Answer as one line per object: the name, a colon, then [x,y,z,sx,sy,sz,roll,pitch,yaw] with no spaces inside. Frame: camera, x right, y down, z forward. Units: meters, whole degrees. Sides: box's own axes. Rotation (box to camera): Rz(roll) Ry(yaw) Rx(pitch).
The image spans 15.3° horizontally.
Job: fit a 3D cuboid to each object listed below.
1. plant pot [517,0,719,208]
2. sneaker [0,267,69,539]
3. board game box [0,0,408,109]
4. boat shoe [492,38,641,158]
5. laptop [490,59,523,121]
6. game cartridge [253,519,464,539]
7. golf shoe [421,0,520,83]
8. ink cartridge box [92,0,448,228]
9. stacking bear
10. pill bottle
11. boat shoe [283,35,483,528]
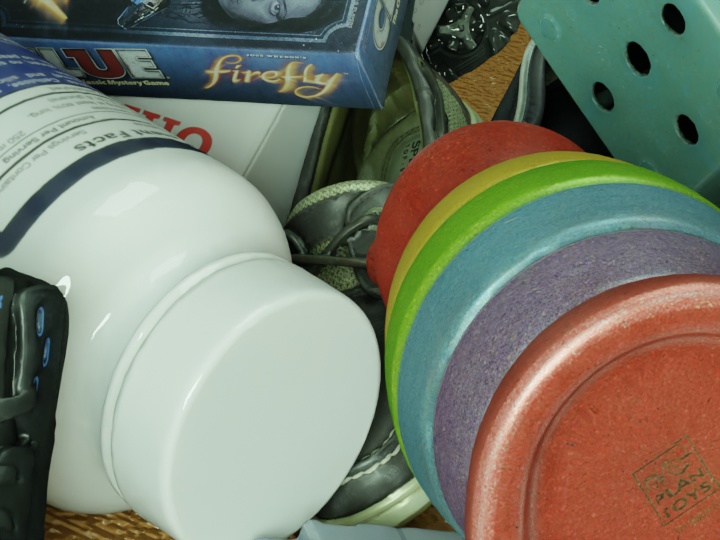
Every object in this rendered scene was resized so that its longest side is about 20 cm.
plant pot: [0.164,-0.110,0.910,0.199,0.141,0.142,-31,81,-28]
sneaker: [-0.106,0.059,0.638,0.072,0.113,0.200,8,21,-13]
board game box: [-0.038,-0.150,0.907,0.134,0.201,0.035,3,-28,18]
boat shoe: [0.055,-0.016,0.913,0.072,0.063,0.201,11,47,14]
laptop: [0.100,-0.015,0.961,0.186,0.117,0.200,23,22,25]
game cartridge: [0.076,0.118,0.715,0.198,0.042,0.133,7,25,-17]
golf shoe: [-0.033,-0.092,1.058,0.198,0.078,0.094,-10,-2,8]
ink cartridge box: [-0.055,-0.103,0.957,0.146,0.201,0.086,18,-20,23]
stacking bear: [0.056,0.020,0.712,0.121,0.114,0.200,-34,24,1]
pill bottle: [-0.090,0.003,0.796,0.111,0.112,0.199,-8,30,-45]
boat shoe: [0.001,-0.001,0.847,0.071,0.066,0.202,-22,33,25]
